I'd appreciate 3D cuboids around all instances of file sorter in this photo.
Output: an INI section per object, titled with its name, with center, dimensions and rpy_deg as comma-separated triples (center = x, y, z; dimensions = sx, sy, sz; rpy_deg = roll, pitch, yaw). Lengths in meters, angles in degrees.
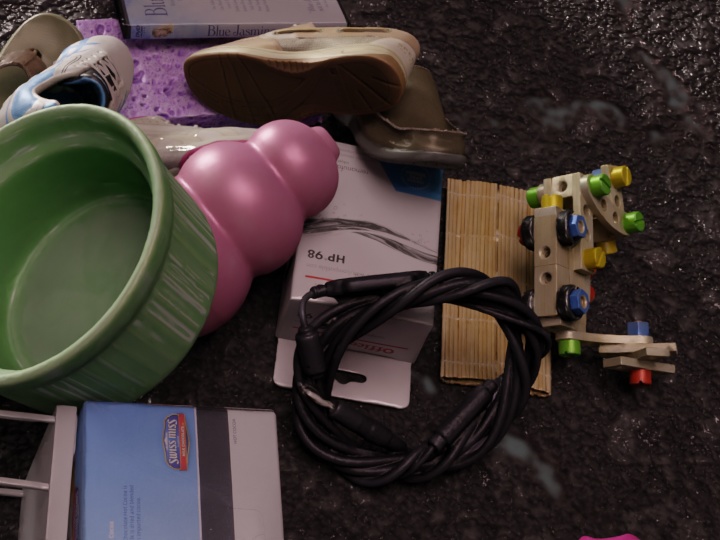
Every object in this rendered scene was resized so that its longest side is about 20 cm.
[file sorter]
center = -0.254, 0.195, 0.840
dimensions = 0.124, 0.139, 0.200
rpy_deg = 10, 56, -19

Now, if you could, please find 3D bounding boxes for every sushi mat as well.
[sushi mat]
center = 0.114, 0.011, 1.139
dimensions = 0.096, 0.012, 0.200
rpy_deg = 10, 57, -9

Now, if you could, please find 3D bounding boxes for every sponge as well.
[sponge]
center = -0.139, -0.171, 1.179
dimensions = 0.200, 0.030, 0.112
rpy_deg = -6, 60, -18

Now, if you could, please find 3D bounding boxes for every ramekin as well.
[ramekin]
center = -0.192, 0.000, 0.898
dimensions = 0.200, 0.098, 0.200
rpy_deg = -12, 60, 21

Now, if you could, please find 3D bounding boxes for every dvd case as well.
[dvd case]
center = -0.123, -0.253, 1.218
dimensions = 0.200, 0.018, 0.143
rpy_deg = -4, 43, -17

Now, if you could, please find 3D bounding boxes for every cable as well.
[cable]
center = 0.049, 0.079, 1.011
dimensions = 0.200, 0.051, 0.163
rpy_deg = -5, 98, -12

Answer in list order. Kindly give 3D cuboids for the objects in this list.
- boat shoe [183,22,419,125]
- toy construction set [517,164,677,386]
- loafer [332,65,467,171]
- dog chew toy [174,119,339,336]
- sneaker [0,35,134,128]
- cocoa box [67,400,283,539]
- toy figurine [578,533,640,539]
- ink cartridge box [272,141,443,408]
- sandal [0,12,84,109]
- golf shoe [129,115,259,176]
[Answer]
[boat shoe]
center = -0.049, -0.166, 1.108
dimensions = 0.200, 0.072, 0.065
rpy_deg = 1, 41, 26
[toy construction set]
center = 0.189, 0.002, 1.120
dimensions = 0.131, 0.092, 0.200
rpy_deg = 19, 53, -50
[loafer]
center = 0.029, -0.135, 1.117
dimensions = 0.075, 0.070, 0.200
rpy_deg = 5, 20, -27
[dog chew toy]
center = -0.101, -0.039, 1.020
dimensions = 0.200, 0.125, 0.125
rpy_deg = -38, 73, -8
[sneaker]
center = -0.207, -0.131, 1.025
dimensions = 0.072, 0.072, 0.200
rpy_deg = 62, 23, -20
[cocoa box]
center = -0.127, 0.201, 0.876
dimensions = 0.131, 0.133, 0.200
rpy_deg = 5, 58, -19
[toy figurine]
center = 0.167, 0.254, 0.896
dimensions = 0.200, 0.184, 0.150
rpy_deg = 38, 57, 10
[ink cartridge box]
center = 0.000, 0.000, 1.083
dimensions = 0.116, 0.067, 0.200
rpy_deg = 11, 56, -9
[sandal]
center = -0.268, -0.127, 1.058
dimensions = 0.080, 0.057, 0.201
rpy_deg = 22, 55, -1
[golf shoe]
center = -0.147, -0.096, 1.096
dimensions = 0.200, 0.075, 0.092
rpy_deg = -8, 50, -10
